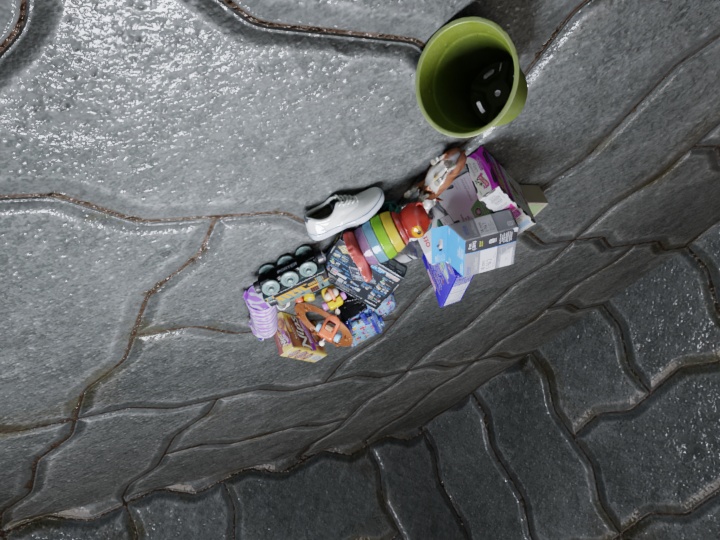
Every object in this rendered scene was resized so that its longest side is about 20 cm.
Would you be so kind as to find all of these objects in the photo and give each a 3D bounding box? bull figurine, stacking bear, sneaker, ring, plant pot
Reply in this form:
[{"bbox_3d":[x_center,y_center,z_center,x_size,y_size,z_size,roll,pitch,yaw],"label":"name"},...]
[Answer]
[{"bbox_3d":[0.173,-0.206,1.600,0.121,0.065,0.201,-33,163,-46],"label":"bull figurine"},{"bbox_3d":[0.069,-0.084,1.576,0.196,0.115,0.123,-28,127,7],"label":"stacking bear"},{"bbox_3d":[-0.036,-0.139,1.550,0.197,0.074,0.071,-30,140,-6],"label":"sneaker"},{"bbox_3d":[0.082,-0.123,1.648,0.194,0.079,0.081,4,138,-12],"label":"sneaker"},{"bbox_3d":[-0.108,0.161,1.973,0.019,0.197,0.202,-56,169,-26],"label":"ring"},{"bbox_3d":[0.227,-0.344,1.273,0.199,0.203,0.188,-37,166,28],"label":"plant pot"},{"bbox_3d":[0.088,-0.061,1.830,0.079,0.079,0.199,-16,157,21],"label":"sneaker"}]

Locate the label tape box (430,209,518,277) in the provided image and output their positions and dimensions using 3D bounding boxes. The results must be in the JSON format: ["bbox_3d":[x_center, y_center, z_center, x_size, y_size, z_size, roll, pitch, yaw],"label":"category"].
[{"bbox_3d":[0.270,-0.056,1.637,0.194,0.065,0.146,-14,144,-3],"label":"label tape box"}]

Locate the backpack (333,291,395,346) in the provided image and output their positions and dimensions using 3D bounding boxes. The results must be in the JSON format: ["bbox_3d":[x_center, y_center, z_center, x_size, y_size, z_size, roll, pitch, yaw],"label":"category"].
[{"bbox_3d":[0.023,0.115,2.047,0.196,0.137,0.183,-25,157,-5],"label":"backpack"}]

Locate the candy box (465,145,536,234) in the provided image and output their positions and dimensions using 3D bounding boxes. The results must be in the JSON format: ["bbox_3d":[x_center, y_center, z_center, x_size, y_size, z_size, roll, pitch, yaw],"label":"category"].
[{"bbox_3d":[0.337,-0.190,1.658,0.060,0.139,0.198,-33,139,25],"label":"candy box"}]

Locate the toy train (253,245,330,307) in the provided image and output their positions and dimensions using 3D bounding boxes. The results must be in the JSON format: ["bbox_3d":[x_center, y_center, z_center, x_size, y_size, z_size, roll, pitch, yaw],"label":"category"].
[{"bbox_3d":[-0.167,0.022,1.705,0.196,0.086,0.115,-26,133,4],"label":"toy train"}]

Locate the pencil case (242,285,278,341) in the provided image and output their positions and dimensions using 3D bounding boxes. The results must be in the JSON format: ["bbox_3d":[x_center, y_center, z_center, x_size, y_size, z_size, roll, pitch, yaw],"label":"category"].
[{"bbox_3d":[-0.265,0.111,1.837,0.083,0.086,0.201,16,151,3],"label":"pencil case"}]

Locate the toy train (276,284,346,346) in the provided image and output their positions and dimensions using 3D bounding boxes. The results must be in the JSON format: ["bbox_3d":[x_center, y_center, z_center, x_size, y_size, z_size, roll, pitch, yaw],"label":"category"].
[{"bbox_3d":[-0.117,0.090,1.775,0.152,0.197,0.056,-56,169,-17],"label":"toy train"}]

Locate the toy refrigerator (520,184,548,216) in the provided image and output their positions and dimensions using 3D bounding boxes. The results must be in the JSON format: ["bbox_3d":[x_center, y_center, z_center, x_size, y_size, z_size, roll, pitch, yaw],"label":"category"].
[{"bbox_3d":[0.422,-0.186,1.885,0.196,0.071,0.076,-4,149,-39],"label":"toy refrigerator"}]

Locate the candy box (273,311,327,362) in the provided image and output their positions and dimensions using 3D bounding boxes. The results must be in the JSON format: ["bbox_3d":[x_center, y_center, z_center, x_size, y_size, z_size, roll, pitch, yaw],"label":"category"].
[{"bbox_3d":[-0.185,0.201,2.042,0.056,0.119,0.199,-31,156,20],"label":"candy box"}]

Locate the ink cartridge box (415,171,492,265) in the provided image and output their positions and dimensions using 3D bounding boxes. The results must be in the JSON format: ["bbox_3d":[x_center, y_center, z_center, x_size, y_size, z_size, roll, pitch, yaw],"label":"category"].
[{"bbox_3d":[0.226,-0.130,1.718,0.197,0.149,0.084,-29,155,10],"label":"ink cartridge box"}]

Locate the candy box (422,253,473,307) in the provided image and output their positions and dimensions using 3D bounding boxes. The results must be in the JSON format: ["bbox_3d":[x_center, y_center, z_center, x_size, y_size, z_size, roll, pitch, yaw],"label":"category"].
[{"bbox_3d":[0.246,-0.020,1.931,0.075,0.173,0.201,-13,156,-13],"label":"candy box"}]

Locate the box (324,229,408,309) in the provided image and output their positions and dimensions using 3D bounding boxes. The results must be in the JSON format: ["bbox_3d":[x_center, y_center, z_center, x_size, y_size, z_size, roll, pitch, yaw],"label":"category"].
[{"bbox_3d":[0.000,0.000,1.753,0.197,0.047,0.159,30,137,-10],"label":"box"}]
